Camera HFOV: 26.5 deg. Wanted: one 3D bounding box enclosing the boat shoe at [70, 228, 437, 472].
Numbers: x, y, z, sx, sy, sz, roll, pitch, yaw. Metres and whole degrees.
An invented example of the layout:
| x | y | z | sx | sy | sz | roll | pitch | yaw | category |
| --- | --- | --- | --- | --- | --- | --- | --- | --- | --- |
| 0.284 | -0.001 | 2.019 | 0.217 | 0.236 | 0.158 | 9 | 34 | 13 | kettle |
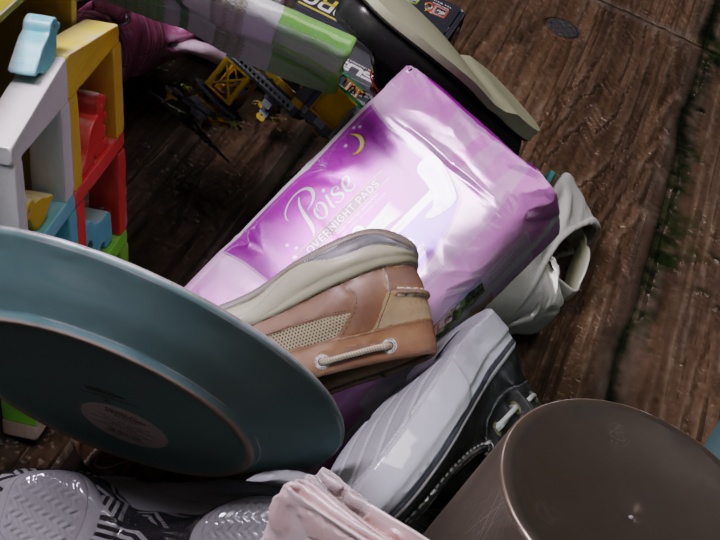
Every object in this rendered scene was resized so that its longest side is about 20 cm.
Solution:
| x | y | z | sx | sy | sz | roll | pitch | yaw | category |
| --- | --- | --- | --- | --- | --- | --- | --- | --- | --- |
| -0.052 | 0.054 | 0.731 | 0.072 | 0.199 | 0.076 | 65 | 19 | 15 | boat shoe |

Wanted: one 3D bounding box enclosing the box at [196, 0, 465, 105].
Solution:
| x | y | z | sx | sy | sz | roll | pitch | yaw | category |
| --- | --- | --- | --- | --- | --- | --- | --- | --- | --- |
| -0.038 | -0.184 | 1.129 | 0.199 | 0.049 | 0.161 | 27 | 40 | 5 | box |

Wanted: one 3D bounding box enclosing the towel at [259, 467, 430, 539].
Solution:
| x | y | z | sx | sy | sz | roll | pitch | yaw | category |
| --- | --- | --- | --- | --- | --- | --- | --- | --- | --- |
| 0.027 | 0.191 | 0.573 | 0.190 | 0.201 | 0.032 | 31 | 35 | 14 | towel |

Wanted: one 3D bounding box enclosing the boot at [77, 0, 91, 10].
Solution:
| x | y | z | sx | sy | sz | roll | pitch | yaw | category |
| --- | --- | --- | --- | --- | --- | --- | --- | --- | --- |
| -0.251 | -0.206 | 1.004 | 0.075 | 0.097 | 0.199 | 42 | 40 | 25 | boot |

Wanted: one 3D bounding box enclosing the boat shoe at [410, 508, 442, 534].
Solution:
| x | y | z | sx | sy | sz | roll | pitch | yaw | category |
| --- | --- | --- | --- | --- | --- | --- | --- | --- | --- |
| 0.100 | 0.114 | 0.817 | 0.199 | 0.064 | 0.071 | -12 | 48 | -37 | boat shoe |

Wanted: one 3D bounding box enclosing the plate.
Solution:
| x | y | z | sx | sy | sz | roll | pitch | yaw | category |
| --- | --- | --- | --- | --- | --- | --- | --- | --- | --- |
| -0.103 | 0.045 | 0.631 | 0.199 | 0.200 | 0.026 | 21 | 65 | -2 | plate |

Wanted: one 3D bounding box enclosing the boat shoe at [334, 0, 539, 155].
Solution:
| x | y | z | sx | sy | sz | roll | pitch | yaw | category |
| --- | --- | --- | --- | --- | --- | --- | --- | --- | --- |
| 0.040 | -0.109 | 0.908 | 0.201 | 0.063 | 0.074 | 32 | 22 | -56 | boat shoe |

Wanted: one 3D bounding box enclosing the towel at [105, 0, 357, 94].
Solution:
| x | y | z | sx | sy | sz | roll | pitch | yaw | category |
| --- | --- | --- | --- | --- | --- | --- | --- | --- | --- |
| -0.100 | -0.143 | 0.816 | 0.198 | 0.031 | 0.149 | 23 | 1 | -3 | towel |

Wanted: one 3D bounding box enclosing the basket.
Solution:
| x | y | z | sx | sy | sz | roll | pitch | yaw | category |
| --- | --- | --- | --- | --- | --- | --- | --- | --- | --- |
| 0.075 | 0.163 | 0.630 | 0.180 | 0.201 | 0.136 | 36 | 39 | 17 | basket |

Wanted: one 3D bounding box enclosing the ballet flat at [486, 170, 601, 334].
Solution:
| x | y | z | sx | sy | sz | roll | pitch | yaw | category |
| --- | --- | --- | --- | --- | --- | --- | --- | --- | --- |
| 0.109 | 0.000 | 0.972 | 0.069 | 0.070 | 0.200 | 30 | 36 | 10 | ballet flat |

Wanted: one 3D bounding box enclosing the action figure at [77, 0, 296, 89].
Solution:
| x | y | z | sx | sy | sz | roll | pitch | yaw | category |
| --- | --- | --- | --- | --- | --- | --- | --- | --- | --- |
| -0.148 | -0.140 | 0.958 | 0.148 | 0.135 | 0.200 | 27 | 27 | 5 | action figure |

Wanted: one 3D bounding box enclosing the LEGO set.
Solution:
| x | y | z | sx | sy | sz | roll | pitch | yaw | category |
| --- | --- | --- | --- | --- | --- | --- | --- | --- | --- |
| -0.033 | -0.062 | 0.957 | 0.200 | 0.116 | 0.154 | 42 | 10 | 4 | LEGO set |

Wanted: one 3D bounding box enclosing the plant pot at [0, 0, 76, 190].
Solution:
| x | y | z | sx | sy | sz | roll | pitch | yaw | category |
| --- | --- | --- | --- | --- | --- | --- | --- | --- | --- |
| -0.257 | -0.043 | 0.737 | 0.175 | 0.201 | 0.200 | 14 | 36 | 10 | plant pot |

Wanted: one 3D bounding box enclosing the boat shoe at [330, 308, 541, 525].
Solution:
| x | y | z | sx | sy | sz | roll | pitch | yaw | category |
| --- | --- | --- | --- | --- | --- | --- | --- | --- | --- |
| 0.048 | 0.077 | 0.704 | 0.071 | 0.072 | 0.200 | 50 | 28 | -1 | boat shoe |

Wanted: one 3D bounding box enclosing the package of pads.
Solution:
| x | y | z | sx | sy | sz | roll | pitch | yaw | category |
| --- | --- | --- | --- | --- | --- | --- | --- | --- | --- |
| 0.000 | 0.000 | 0.820 | 0.120 | 0.076 | 0.200 | 42 | 82 | 20 | package of pads |

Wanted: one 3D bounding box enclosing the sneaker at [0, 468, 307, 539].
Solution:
| x | y | z | sx | sy | sz | roll | pitch | yaw | category |
| --- | --- | --- | --- | --- | --- | --- | --- | --- | --- |
| -0.084 | 0.128 | 0.696 | 0.198 | 0.076 | 0.115 | 2 | -3 | 19 | sneaker |

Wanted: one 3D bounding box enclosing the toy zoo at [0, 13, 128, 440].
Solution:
| x | y | z | sx | sy | sz | roll | pitch | yaw | category |
| --- | --- | --- | --- | --- | --- | --- | --- | --- | --- |
| -0.149 | -0.034 | 0.760 | 0.020 | 0.201 | 0.132 | 10 | 35 | 10 | toy zoo |

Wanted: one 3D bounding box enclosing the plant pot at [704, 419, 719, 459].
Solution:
| x | y | z | sx | sy | sz | roll | pitch | yaw | category |
| --- | --- | --- | --- | --- | --- | --- | --- | --- | --- |
| 0.253 | 0.119 | 0.836 | 0.141 | 0.142 | 0.200 | 34 | 45 | 16 | plant pot |
